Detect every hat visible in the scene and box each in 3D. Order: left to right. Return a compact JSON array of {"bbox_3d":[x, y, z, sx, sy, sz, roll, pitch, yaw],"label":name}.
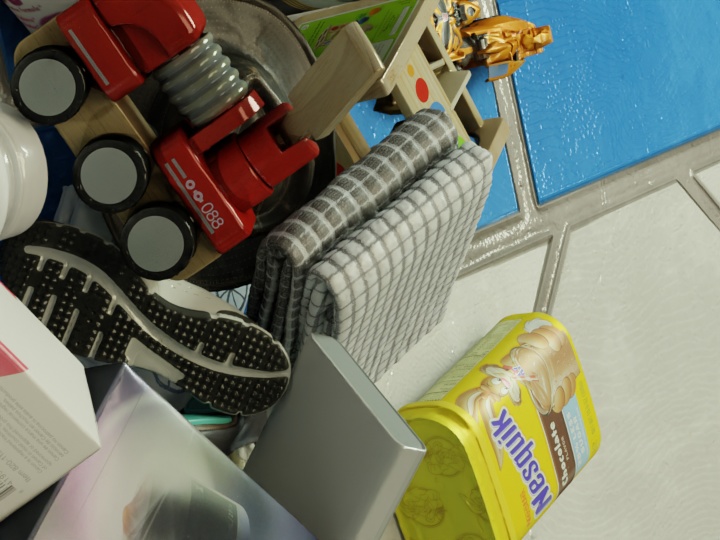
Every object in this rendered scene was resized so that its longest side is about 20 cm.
[{"bbox_3d":[-0.083,-0.082,1.559,0.200,0.081,0.202,-3,97,-26],"label":"hat"}]

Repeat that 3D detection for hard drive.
[{"bbox_3d":[-0.038,0.158,1.492,0.026,0.132,0.201,13,112,-36],"label":"hard drive"}]

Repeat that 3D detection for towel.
[{"bbox_3d":[0.000,0.000,1.612,0.166,0.085,0.200,-42,162,-29],"label":"towel"}]

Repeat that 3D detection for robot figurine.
[{"bbox_3d":[0.079,-0.210,1.934,0.200,0.058,0.146,-22,101,-53],"label":"robot figurine"}]

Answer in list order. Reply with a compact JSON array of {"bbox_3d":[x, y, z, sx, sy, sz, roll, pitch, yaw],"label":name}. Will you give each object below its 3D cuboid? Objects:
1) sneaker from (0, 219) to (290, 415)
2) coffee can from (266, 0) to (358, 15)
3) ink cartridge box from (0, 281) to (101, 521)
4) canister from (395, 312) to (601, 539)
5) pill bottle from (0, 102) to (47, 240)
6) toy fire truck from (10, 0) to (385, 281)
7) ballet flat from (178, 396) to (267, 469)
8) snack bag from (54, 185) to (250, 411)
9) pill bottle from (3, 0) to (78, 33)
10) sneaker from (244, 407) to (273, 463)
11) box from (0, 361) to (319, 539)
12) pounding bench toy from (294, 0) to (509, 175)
[{"bbox_3d":[-0.140,0.030,1.517,0.199,0.080,0.074,30,94,-10],"label":"sneaker"},{"bbox_3d":[-0.031,-0.257,1.673,0.146,0.199,0.147,13,74,-52],"label":"coffee can"},{"bbox_3d":[-0.265,0.087,1.296,0.147,0.200,0.083,49,10,-33],"label":"ink cartridge box"},{"bbox_3d":[0.107,0.137,1.897,0.200,0.086,0.149,-41,117,-50],"label":"canister"},{"bbox_3d":[-0.278,-0.044,1.378,0.200,0.112,0.113,-18,99,-53],"label":"pill bottle"},{"bbox_3d":[-0.090,-0.111,1.443,0.176,0.200,0.129,56,8,-9],"label":"toy fire truck"},{"bbox_3d":[-0.103,0.116,1.537,0.200,0.073,0.073,-22,103,-74],"label":"ballet flat"},{"bbox_3d":[-0.140,-0.008,1.625,0.189,0.021,0.201,43,53,-42],"label":"snack bag"},{"bbox_3d":[-0.208,-0.235,1.503,0.200,0.113,0.114,51,47,-36],"label":"pill bottle"},{"bbox_3d":[-0.058,0.116,1.701,0.089,0.075,0.201,85,6,-56],"label":"sneaker"},{"bbox_3d":[-0.147,0.194,1.374,0.198,0.123,0.201,44,54,-28],"label":"box"},{"bbox_3d":[0.006,-0.080,1.745,0.156,0.124,0.200,60,37,-29],"label":"pounding bench toy"}]
